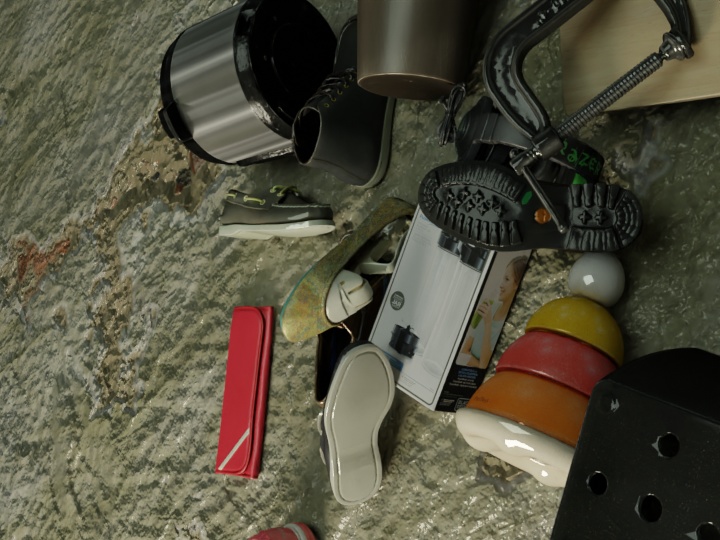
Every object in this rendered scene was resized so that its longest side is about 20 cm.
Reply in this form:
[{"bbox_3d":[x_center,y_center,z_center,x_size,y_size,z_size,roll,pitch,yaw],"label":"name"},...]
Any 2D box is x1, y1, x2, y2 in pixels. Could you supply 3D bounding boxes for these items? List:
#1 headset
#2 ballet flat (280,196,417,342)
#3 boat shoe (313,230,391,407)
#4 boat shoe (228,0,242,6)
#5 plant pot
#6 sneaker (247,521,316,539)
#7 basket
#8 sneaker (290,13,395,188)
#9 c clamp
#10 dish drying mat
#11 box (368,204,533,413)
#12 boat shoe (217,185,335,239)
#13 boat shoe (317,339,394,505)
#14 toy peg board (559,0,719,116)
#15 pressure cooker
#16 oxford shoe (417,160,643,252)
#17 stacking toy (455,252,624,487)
[{"bbox_3d":[0.138,-0.125,0.933,0.199,0.122,0.096,16,86,53],"label":"headset"},{"bbox_3d":[0.000,0.000,1.023,0.070,0.071,0.200,10,48,46],"label":"ballet flat"},{"bbox_3d":[-0.014,0.050,1.078,0.071,0.072,0.204,-12,72,43],"label":"boat shoe"},{"bbox_3d":[-0.101,-0.394,1.292,0.197,0.072,0.069,-18,105,35],"label":"boat shoe"},{"bbox_3d":[0.244,0.168,0.712,0.198,0.175,0.204,20,96,46],"label":"plant pot"},{"bbox_3d":[-0.116,0.368,1.100,0.073,0.086,0.204,19,95,47],"label":"sneaker"},{"bbox_3d":[0.060,-0.287,1.043,0.179,0.134,0.205,-1,84,58],"label":"basket"},{"bbox_3d":[-0.019,-0.200,1.117,0.074,0.105,0.204,-14,71,42],"label":"sneaker"},{"bbox_3d":[0.187,-0.157,0.822,0.200,0.027,0.172,-42,65,11],"label":"c clamp"},{"bbox_3d":[-0.141,0.144,1.227,0.076,0.018,0.205,-4,78,46],"label":"dish drying mat"},{"bbox_3d":[0.086,0.022,0.991,0.116,0.059,0.203,30,102,45],"label":"box"},{"bbox_3d":[-0.101,-0.070,1.198,0.200,0.071,0.062,0,85,50],"label":"boat shoe"},{"bbox_3d":[-0.008,0.143,1.014,0.061,0.072,0.203,-123,25,-49],"label":"boat shoe"},{"bbox_3d":[0.274,-0.243,0.854,0.198,0.097,0.204,-1,95,46],"label":"toy peg board"},{"bbox_3d":[-0.136,-0.219,1.194,0.197,0.174,0.183,-11,69,40],"label":"pressure cooker"},{"bbox_3d":[0.146,-0.047,0.885,0.196,0.084,0.074,14,92,20],"label":"oxford shoe"},{"bbox_3d":[0.178,0.074,0.859,0.145,0.146,0.203,12,73,46],"label":"stacking toy"}]
